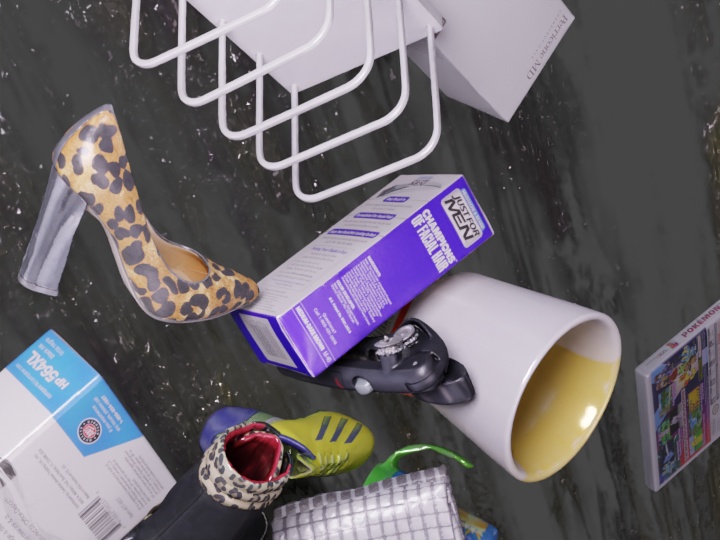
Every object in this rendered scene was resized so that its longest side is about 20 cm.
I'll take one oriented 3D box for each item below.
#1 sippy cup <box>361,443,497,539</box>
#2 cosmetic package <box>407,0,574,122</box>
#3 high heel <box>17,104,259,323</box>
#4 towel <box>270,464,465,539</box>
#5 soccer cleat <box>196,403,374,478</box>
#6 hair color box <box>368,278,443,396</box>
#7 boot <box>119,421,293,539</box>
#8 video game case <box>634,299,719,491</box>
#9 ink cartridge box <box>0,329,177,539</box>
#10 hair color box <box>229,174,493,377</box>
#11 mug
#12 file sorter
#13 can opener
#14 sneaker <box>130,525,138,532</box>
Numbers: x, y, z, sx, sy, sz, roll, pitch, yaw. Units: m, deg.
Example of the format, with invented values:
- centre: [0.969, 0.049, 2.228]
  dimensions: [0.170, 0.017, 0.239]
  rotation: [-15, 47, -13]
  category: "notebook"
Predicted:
- centre: [0.055, 0.264, 1.299]
  dimensions: [0.140, 0.129, 0.179]
  rotation: [-53, 157, -55]
  category: "sippy cup"
- centre: [0.075, -0.220, 1.109]
  dimensions: [0.200, 0.081, 0.113]
  rotation: [34, 87, -46]
  category: "cosmetic package"
- centre: [-0.139, -0.039, 1.020]
  dimensions: [0.198, 0.071, 0.144]
  rotation: [10, 113, -36]
  category: "high heel"
- centre: [0.022, 0.283, 1.205]
  dimensions: [0.164, 0.086, 0.202]
  rotation: [-13, 98, 3]
  category: "towel"
- centre: [-0.053, 0.160, 1.208]
  dimensions: [0.199, 0.083, 0.065]
  rotation: [13, 104, -46]
  category: "soccer cleat"
- centre: [0.079, 0.066, 1.293]
  dimensions: [0.199, 0.061, 0.102]
  rotation: [17, 101, -46]
  category: "hair color box"
- centre: [-0.096, 0.183, 1.077]
  dimensions: [0.154, 0.074, 0.203]
  rotation: [-46, 162, 21]
  category: "boot"
- centre: [0.400, 0.143, 1.662]
  dimensions: [0.182, 0.023, 0.201]
  rotation: [-34, 133, -24]
  category: "video game case"
- centre: [-0.255, 0.168, 1.026]
  dimensions: [0.200, 0.084, 0.147]
  rotation: [-41, 136, -17]
  category: "ink cartridge box"
- centre: [0.000, 0.000, 1.138]
  dimensions: [0.200, 0.109, 0.065]
  rotation: [-39, 109, -19]
  category: "hair color box"
- centre: [0.113, 0.091, 1.176]
  dimensions: [0.149, 0.152, 0.188]
  rotation: [-25, 130, -39]
  category: "mug"
- centre: [-0.048, -0.157, 0.956]
  dimensions: [0.200, 0.138, 0.126]
  rotation: [38, 42, -47]
  category: "file sorter"
- centre: [0.000, 0.077, 1.129]
  dimensions: [0.063, 0.199, 0.079]
  rotation: [-41, 120, -38]
  category: "can opener"
- centre: [-0.222, 0.285, 1.119]
  dimensions: [0.200, 0.092, 0.076]
  rotation: [-39, 135, -19]
  category: "sneaker"
